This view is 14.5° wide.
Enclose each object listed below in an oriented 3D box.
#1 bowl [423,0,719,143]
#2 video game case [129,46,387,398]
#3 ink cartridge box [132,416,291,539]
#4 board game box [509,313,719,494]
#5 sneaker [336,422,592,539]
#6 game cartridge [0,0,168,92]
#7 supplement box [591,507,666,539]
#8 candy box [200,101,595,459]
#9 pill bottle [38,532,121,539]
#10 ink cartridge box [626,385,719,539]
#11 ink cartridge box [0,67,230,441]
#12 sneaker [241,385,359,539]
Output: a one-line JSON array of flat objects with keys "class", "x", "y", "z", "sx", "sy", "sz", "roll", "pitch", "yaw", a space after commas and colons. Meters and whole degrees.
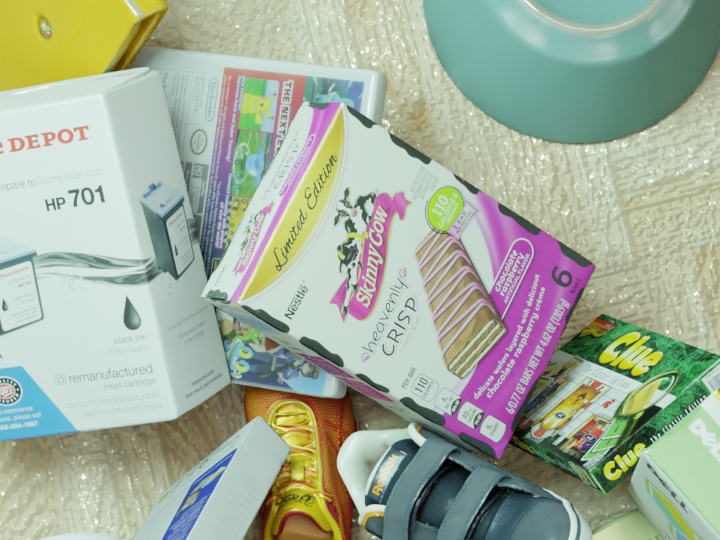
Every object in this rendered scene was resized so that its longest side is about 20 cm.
[{"class": "bowl", "x": 0.141, "y": -0.189, "z": 1.783, "sx": 0.201, "sy": 0.105, "sz": 0.201, "roll": 0, "pitch": 79, "yaw": -2}, {"class": "video game case", "x": -0.081, "y": -0.032, "z": 1.736, "sx": 0.182, "sy": 0.023, "sz": 0.200, "roll": 8, "pitch": 90, "yaw": 24}, {"class": "ink cartridge box", "x": -0.106, "y": 0.164, "z": 1.627, "sx": 0.095, "sy": 0.200, "sz": 0.037, "roll": -39, "pitch": 98, "yaw": 28}, {"class": "board game box", "x": 0.146, "y": 0.077, "z": 1.685, "sx": 0.105, "sy": 0.200, "sz": 0.023, "roll": -37, "pitch": 104, "yaw": -9}, {"class": "sneaker", "x": 0.052, "y": 0.142, "z": 1.657, "sx": 0.079, "sy": 0.200, "sz": 0.078, "roll": 37, "pitch": 78, "yaw": -29}, {"class": "game cartridge", "x": -0.212, "y": -0.192, "z": 1.744, "sx": 0.032, "sy": 0.176, "sz": 0.200, "roll": -27, "pitch": 78, "yaw": -35}, {"class": "supplement box", "x": 0.237, "y": 0.220, "z": 1.687, "sx": 0.200, "sy": 0.134, "sz": 0.200, "roll": -26, "pitch": 80, "yaw": -6}, {"class": "candy box", "x": 0.025, "y": 0.006, "z": 1.672, "sx": 0.200, "sy": 0.061, "sz": 0.136, "roll": 31, "pitch": 80, "yaw": -23}, {"class": "pill bottle", "x": -0.156, "y": 0.264, "z": 1.654, "sx": 0.111, "sy": 0.111, "sz": 0.200, "roll": -21, "pitch": 61, "yaw": -5}, {"class": "ink cartridge box", "x": 0.205, "y": 0.127, "z": 1.535, "sx": 0.059, "sy": 0.200, "sz": 0.104, "roll": -40, "pitch": 80, "yaw": -8}, {"class": "ink cartridge box", "x": -0.177, "y": -0.008, "z": 1.694, "sx": 0.146, "sy": 0.086, "sz": 0.200, "roll": -9, "pitch": 102, "yaw": 23}, {"class": "sneaker", "x": -0.033, "y": 0.126, "z": 1.730, "sx": 0.073, "sy": 0.077, "sz": 0.200, "roll": -8, "pitch": 77, "yaw": -1}]
